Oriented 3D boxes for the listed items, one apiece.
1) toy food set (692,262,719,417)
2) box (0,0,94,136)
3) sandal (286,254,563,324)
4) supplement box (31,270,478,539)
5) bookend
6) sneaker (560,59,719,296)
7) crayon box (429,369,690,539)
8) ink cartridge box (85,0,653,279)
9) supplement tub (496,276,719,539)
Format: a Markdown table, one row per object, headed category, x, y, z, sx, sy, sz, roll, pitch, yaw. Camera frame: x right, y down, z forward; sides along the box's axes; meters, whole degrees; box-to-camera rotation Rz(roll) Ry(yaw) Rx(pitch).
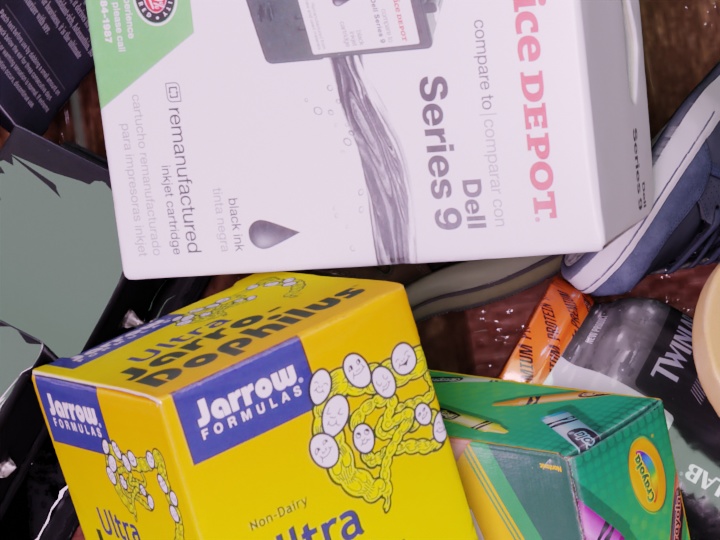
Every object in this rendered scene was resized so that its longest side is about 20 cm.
| category | x | y | z | sx | sy | sz | roll | pitch | yaw |
| --- | --- | --- | --- | --- | --- | --- | --- | --- | --- |
| toy food set | 0.239 | 0.034 | 0.858 | 0.198 | 0.049 | 0.200 | 44 | 56 | -4 |
| box | -0.172 | -0.202 | 0.938 | 0.200 | 0.123 | 0.199 | 35 | 80 | 16 |
| sandal | 0.000 | 0.000 | 0.933 | 0.200 | 0.080 | 0.058 | -20 | 104 | -21 |
| supplement box | -0.026 | 0.113 | 0.788 | 0.109 | 0.109 | 0.201 | -24 | 105 | -29 |
| bookend | -0.143 | 0.028 | 0.874 | 0.092 | 0.199 | 0.201 | 26 | 80 | 6 |
| sneaker | 0.182 | -0.014 | 0.913 | 0.146 | 0.077 | 0.202 | 44 | 45 | 3 |
| crayon box | 0.042 | 0.106 | 0.853 | 0.058 | 0.200 | 0.119 | -26 | 109 | -37 |
| ink cartridge box | 0.004 | -0.079 | 0.821 | 0.199 | 0.084 | 0.147 | -4 | 100 | 21 |
| supplement tub | 0.146 | 0.093 | 0.907 | 0.199 | 0.123 | 0.123 | 30 | 81 | 4 |
